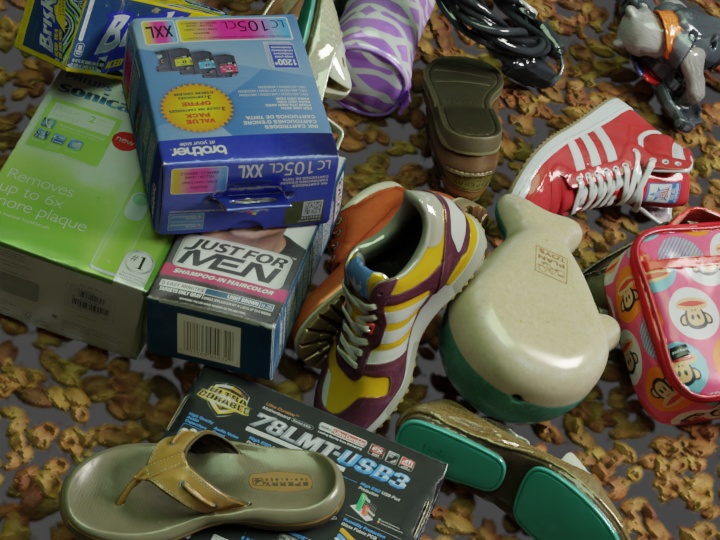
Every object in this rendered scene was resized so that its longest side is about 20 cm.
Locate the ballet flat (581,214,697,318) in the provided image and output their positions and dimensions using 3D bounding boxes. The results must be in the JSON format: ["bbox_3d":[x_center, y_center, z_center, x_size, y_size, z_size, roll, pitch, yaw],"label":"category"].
[{"bbox_3d":[0.221,0.005,1.548,0.200,0.046,0.067,-30,62,-34],"label":"ballet flat"}]

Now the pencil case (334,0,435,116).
[{"bbox_3d":[0.027,-0.225,1.673,0.085,0.084,0.200,31,49,-11],"label":"pencil case"}]

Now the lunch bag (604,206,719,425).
[{"bbox_3d":[0.299,0.029,1.505,0.199,0.082,0.177,-4,65,-23],"label":"lunch bag"}]

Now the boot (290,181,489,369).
[{"bbox_3d":[0.000,0.000,1.488,0.107,0.075,0.200,26,51,35],"label":"boot"}]

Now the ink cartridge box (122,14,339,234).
[{"bbox_3d":[-0.097,-0.102,1.411,0.136,0.077,0.200,-4,48,-15],"label":"ink cartridge box"}]

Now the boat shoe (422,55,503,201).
[{"bbox_3d":[0.084,-0.124,1.610,0.072,0.068,0.200,7,28,1],"label":"boat shoe"}]

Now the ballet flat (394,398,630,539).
[{"bbox_3d":[0.120,0.151,1.394,0.199,0.068,0.072,26,30,13],"label":"ballet flat"}]

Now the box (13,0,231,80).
[{"bbox_3d":[-0.183,-0.192,1.523,0.064,0.070,0.200,26,13,31],"label":"box"}]

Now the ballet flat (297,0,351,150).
[{"bbox_3d":[-0.040,-0.138,1.566,0.062,0.067,0.201,18,75,-13],"label":"ballet flat"}]

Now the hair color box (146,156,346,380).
[{"bbox_3d":[-0.085,-0.015,1.423,0.100,0.061,0.200,13,43,7],"label":"hair color box"}]

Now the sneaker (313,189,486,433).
[{"bbox_3d":[0.009,0.031,1.380,0.075,0.201,0.090,31,3,41],"label":"sneaker"}]

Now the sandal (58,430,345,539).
[{"bbox_3d":[-0.105,0.141,1.275,0.199,0.054,0.081,-1,50,-14],"label":"sandal"}]

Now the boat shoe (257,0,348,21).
[{"bbox_3d":[-0.049,-0.253,1.680,0.072,0.076,0.200,20,46,5],"label":"boat shoe"}]

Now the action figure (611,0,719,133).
[{"bbox_3d":[0.313,-0.229,1.741,0.193,0.105,0.200,-3,53,-30],"label":"action figure"}]

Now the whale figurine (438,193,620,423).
[{"bbox_3d":[0.124,0.033,1.461,0.159,0.104,0.200,22,44,-12],"label":"whale figurine"}]

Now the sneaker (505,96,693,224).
[{"bbox_3d":[0.209,-0.071,1.594,0.112,0.071,0.200,35,48,19],"label":"sneaker"}]

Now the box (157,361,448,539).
[{"bbox_3d":[-0.063,0.181,1.318,0.199,0.050,0.199,23,47,6],"label":"box"}]

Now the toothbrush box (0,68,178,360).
[{"bbox_3d":[-0.202,-0.048,1.453,0.145,0.086,0.200,20,46,3],"label":"toothbrush box"}]

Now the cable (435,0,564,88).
[{"bbox_3d":[0.115,-0.247,1.666,0.200,0.051,0.164,15,49,-58],"label":"cable"}]
